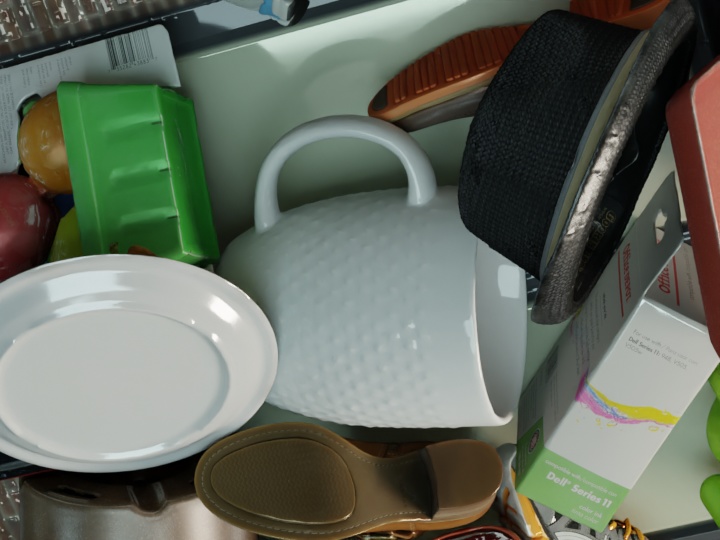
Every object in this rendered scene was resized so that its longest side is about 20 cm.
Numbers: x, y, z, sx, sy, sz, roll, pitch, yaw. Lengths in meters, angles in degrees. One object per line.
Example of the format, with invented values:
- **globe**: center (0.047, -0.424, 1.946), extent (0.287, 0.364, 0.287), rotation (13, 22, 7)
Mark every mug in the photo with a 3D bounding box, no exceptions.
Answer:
- **mug**: center (0.000, 0.000, 1.247), extent (0.174, 0.148, 0.201), rotation (-2, 113, 17)

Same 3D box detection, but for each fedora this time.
- **fedora**: center (0.114, -0.074, 1.144), extent (0.091, 0.201, 0.201), rotation (24, 117, 13)

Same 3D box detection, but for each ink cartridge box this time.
- **ink cartridge box**: center (0.174, 0.050, 1.271), extent (0.067, 0.117, 0.200), rotation (27, 116, -7)

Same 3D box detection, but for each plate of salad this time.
- **plate of salad**: center (-0.149, 0.052, 1.200), extent (0.199, 0.048, 0.201), rotation (-6, 139, -5)

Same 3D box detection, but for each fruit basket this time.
- **fruit basket**: center (-0.190, -0.040, 1.258), extent (0.199, 0.094, 0.186), rotation (-14, 82, 23)

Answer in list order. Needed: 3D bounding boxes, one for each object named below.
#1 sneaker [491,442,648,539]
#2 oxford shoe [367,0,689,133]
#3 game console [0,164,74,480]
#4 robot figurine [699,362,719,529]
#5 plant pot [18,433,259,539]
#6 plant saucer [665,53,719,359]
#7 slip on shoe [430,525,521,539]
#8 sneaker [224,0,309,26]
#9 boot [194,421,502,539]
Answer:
- **sneaker**: center (0.156, 0.191, 1.375), extent (0.077, 0.078, 0.200), rotation (-37, 108, -5)
- **oxford shoe**: center (0.104, -0.110, 1.226), extent (0.199, 0.071, 0.073), rotation (-16, 118, 11)
- **game console**: center (-0.243, 0.036, 1.302), extent (0.199, 0.173, 0.119), rotation (-13, 141, 11)
- **robot figurine**: center (0.302, 0.119, 1.296), extent (0.175, 0.116, 0.200), rotation (-40, 108, 8)
- **plant pot**: center (-0.146, 0.213, 1.348), extent (0.199, 0.200, 0.199), rotation (-1, 108, 5)
- **plant saucer**: center (0.245, -0.059, 1.192), extent (0.037, 0.199, 0.201), rotation (7, 123, 39)
- **slip on shoe**: center (0.021, 0.213, 1.313), extent (0.199, 0.074, 0.061), rotation (-18, 160, -15)
- **sneaker**: center (-0.068, -0.243, 1.175), extent (0.086, 0.075, 0.201), rotation (11, 115, 9)
- **boot**: center (-0.011, 0.148, 1.311), extent (0.199, 0.155, 0.074), rotation (2, 76, -7)
